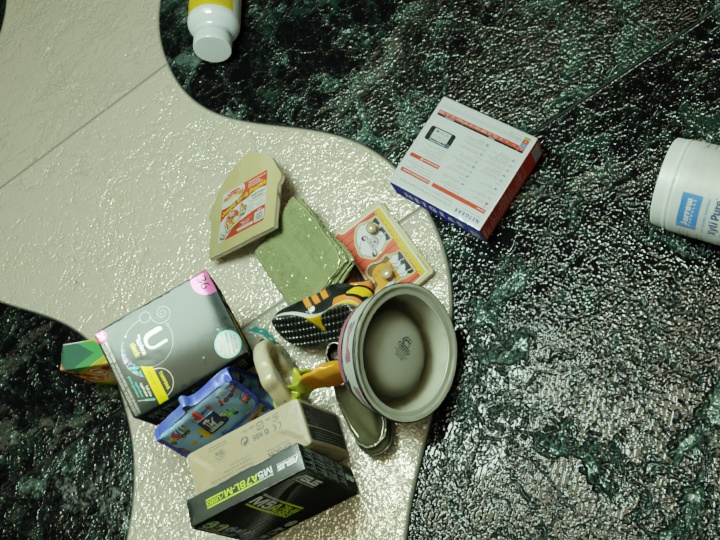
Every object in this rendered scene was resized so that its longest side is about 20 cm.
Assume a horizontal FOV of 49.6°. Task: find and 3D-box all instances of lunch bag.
[{"bbox_3d":[-0.226,0.224,1.234,0.150,0.200,0.095,-38,59,5],"label":"lunch bag"}]

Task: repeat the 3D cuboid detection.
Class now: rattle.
[{"bbox_3d":[-0.102,0.127,1.252,0.143,0.129,0.201,-47,20,14],"label":"rattle"}]

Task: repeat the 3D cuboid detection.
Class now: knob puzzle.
[{"bbox_3d":[0.000,0.000,1.325,0.215,0.030,0.225,-9,67,20],"label":"knob puzzle"},{"bbox_3d":[-0.207,-0.131,1.452,0.217,0.030,0.224,-23,54,35],"label":"knob puzzle"}]

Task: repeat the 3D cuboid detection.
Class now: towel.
[{"bbox_3d":[-0.099,-0.020,1.355,0.149,0.036,0.200,-52,55,14],"label":"towel"}]

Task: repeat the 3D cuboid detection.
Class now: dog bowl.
[{"bbox_3d":[0.050,0.123,1.168,0.073,0.198,0.205,-9,61,54],"label":"dog bowl"}]

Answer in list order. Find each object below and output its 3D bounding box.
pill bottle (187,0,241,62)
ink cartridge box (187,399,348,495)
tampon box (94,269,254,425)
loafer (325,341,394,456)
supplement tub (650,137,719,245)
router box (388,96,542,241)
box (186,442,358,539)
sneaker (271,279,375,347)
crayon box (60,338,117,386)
[{"bbox_3d":[-0.305,-0.545,1.634,0.109,0.112,0.205,-10,65,19],"label":"pill bottle"},{"bbox_3d":[-0.136,0.282,1.191,0.197,0.165,0.076,-29,64,11],"label":"ink cartridge box"},{"bbox_3d":[-0.287,0.125,1.239,0.197,0.127,0.152,-31,77,-8],"label":"tampon box"},{"bbox_3d":[-0.012,0.196,1.227,0.074,0.070,0.202,-33,60,8],"label":"loafer"},{"bbox_3d":[0.519,-0.098,1.079,0.197,0.132,0.134,20,77,29],"label":"supplement tub"},{"bbox_3d":[0.174,-0.174,1.309,0.198,0.049,0.181,32,85,31],"label":"router box"},{"bbox_3d":[-0.123,0.333,1.146,0.190,0.200,0.048,-27,58,10],"label":"box"},{"bbox_3d":[-0.056,0.065,1.271,0.197,0.071,0.091,-14,29,39],"label":"sneaker"},{"bbox_3d":[-0.413,0.158,1.386,0.195,0.127,0.052,-11,65,20],"label":"crayon box"}]
